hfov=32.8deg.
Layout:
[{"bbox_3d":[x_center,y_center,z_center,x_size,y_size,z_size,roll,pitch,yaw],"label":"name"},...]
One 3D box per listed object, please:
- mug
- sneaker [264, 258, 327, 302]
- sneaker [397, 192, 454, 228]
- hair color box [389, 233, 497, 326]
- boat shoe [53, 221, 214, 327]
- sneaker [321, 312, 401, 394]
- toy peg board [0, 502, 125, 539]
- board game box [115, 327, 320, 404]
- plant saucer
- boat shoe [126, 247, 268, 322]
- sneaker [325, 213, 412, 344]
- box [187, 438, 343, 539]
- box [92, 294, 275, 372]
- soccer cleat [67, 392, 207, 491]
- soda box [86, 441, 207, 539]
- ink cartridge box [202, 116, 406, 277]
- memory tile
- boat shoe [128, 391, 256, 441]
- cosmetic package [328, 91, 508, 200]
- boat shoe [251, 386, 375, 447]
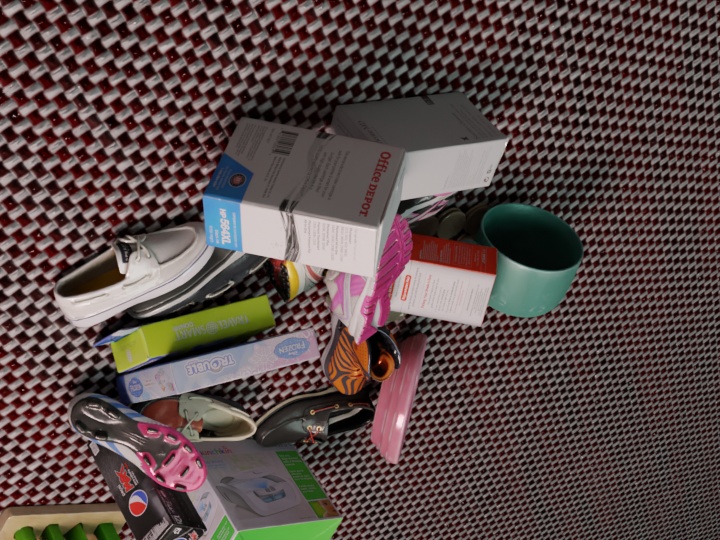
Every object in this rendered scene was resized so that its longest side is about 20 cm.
[{"bbox_3d":[0.215,-0.011,1.757,0.185,0.152,0.115,18,129,1],"label":"mug"},{"bbox_3d":[-0.073,-0.047,1.557,0.082,0.078,0.200,-25,151,-24],"label":"sneaker"},{"bbox_3d":[0.046,-0.081,1.615,0.200,0.080,0.086,-15,149,-20],"label":"sneaker"},{"bbox_3d":[0.077,0.006,1.656,0.200,0.061,0.102,10,132,-2],"label":"hair color box"},{"bbox_3d":[-0.266,-0.008,1.433,0.200,0.071,0.070,-27,145,-5],"label":"boat shoe"},{"bbox_3d":[0.002,0.136,1.772,0.077,0.112,0.200,-22,141,-20],"label":"sneaker"},{"bbox_3d":[-0.437,0.436,1.731,0.200,0.098,0.199,9,123,-45],"label":"toy peg board"},{"bbox_3d":[-0.185,0.124,1.563,0.200,0.043,0.199,-12,178,-32],"label":"board game box"},{"bbox_3d":[0.056,0.190,1.852,0.051,0.201,0.201,13,134,6],"label":"plant saucer"},{"bbox_3d":[-0.193,0.009,1.504,0.200,0.076,0.060,-32,138,-8],"label":"boat shoe"},{"bbox_3d":[0.000,0.000,1.561,0.081,0.088,0.200,-33,151,-47],"label":"sneaker"},{"bbox_3d":[-0.160,0.341,1.798,0.200,0.177,0.097,4,127,-42],"label":"box"},{"bbox_3d":[-0.221,0.082,1.534,0.200,0.048,0.122,-13,174,-31],"label":"box"},{"bbox_3d":[-0.285,0.213,1.575,0.200,0.086,0.070,34,87,-15],"label":"soccer cleat"},{"bbox_3d":[-0.283,0.285,1.614,0.063,0.200,0.071,-47,143,13],"label":"soda box"},{"bbox_3d":[-0.060,-0.084,1.380,0.200,0.146,0.084,12,136,8],"label":"ink cartridge box"},{"bbox_3d":[0.109,-0.012,1.789,0.153,0.017,0.200,-12,136,-32],"label":"memory tile"},{"bbox_3d":[-0.230,0.203,1.676,0.200,0.063,0.071,13,101,-48],"label":"boat shoe"},{"bbox_3d":[0.068,-0.154,1.524,0.200,0.113,0.081,-12,136,-35],"label":"cosmetic package"},{"bbox_3d":[-0.069,0.227,1.855,0.201,0.063,0.074,-15,140,-27],"label":"boat shoe"}]
